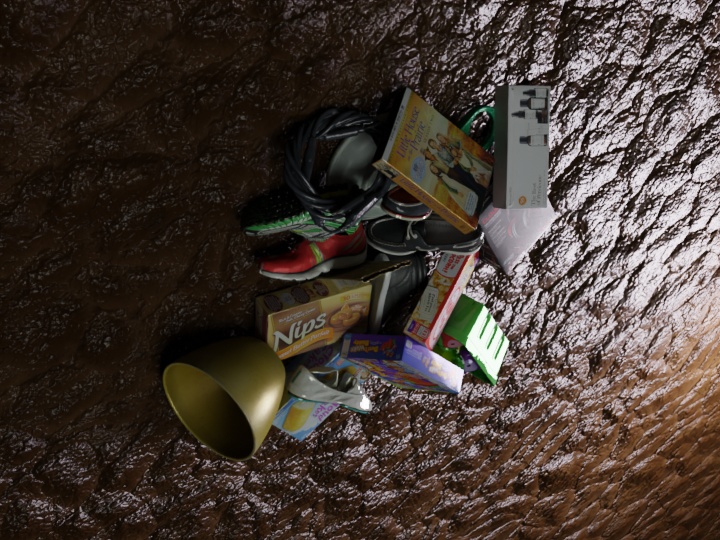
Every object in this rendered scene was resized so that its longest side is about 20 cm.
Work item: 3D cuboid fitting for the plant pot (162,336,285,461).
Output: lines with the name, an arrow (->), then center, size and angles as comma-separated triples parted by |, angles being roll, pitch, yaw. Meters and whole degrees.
plant pot -> -0.205, 0.191, 1.724 | 0.142, 0.199, 0.201 | -43, 147, -37

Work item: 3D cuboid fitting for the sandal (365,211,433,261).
sandal -> 0.096, -0.046, 1.820 | 0.200, 0.043, 0.076 | -38, 139, -2

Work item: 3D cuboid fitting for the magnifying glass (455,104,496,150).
magnifying glass -> 0.155, -0.212, 1.694 | 0.199, 0.022, 0.080 | -29, 127, -36

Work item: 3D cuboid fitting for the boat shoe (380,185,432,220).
boat shoe -> 0.110, -0.130, 1.654 | 0.199, 0.071, 0.063 | -18, 142, -41

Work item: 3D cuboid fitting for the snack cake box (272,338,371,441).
snack cake box -> -0.081, 0.205, 1.898 | 0.200, 0.067, 0.115 | -44, 138, 5

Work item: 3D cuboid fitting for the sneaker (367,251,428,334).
sneaker -> 0.064, 0.043, 1.824 | 0.098, 0.071, 0.201 | -8, 141, -20

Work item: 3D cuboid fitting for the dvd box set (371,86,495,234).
dvd box set -> 0.117, -0.169, 1.611 | 0.200, 0.147, 0.029 | 35, 147, -25

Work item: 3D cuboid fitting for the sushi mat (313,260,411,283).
sushi mat -> 0.000, 0.000, 1.698 | 0.095, 0.200, 0.012 | -21, 99, -22

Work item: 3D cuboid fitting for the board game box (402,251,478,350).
board game box -> 0.143, 0.041, 1.830 | 0.201, 0.046, 0.152 | -62, 168, -7

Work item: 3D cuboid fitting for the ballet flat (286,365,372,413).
ballet flat -> -0.042, 0.206, 1.835 | 0.199, 0.070, 0.070 | 18, 114, -43

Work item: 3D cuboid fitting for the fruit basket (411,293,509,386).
fruit basket -> 0.163, 0.158, 1.987 | 0.215, 0.155, 0.217 | -26, 129, -36

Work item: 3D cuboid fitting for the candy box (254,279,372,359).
candy box -> -0.082, 0.077, 1.791 | 0.199, 0.055, 0.116 | -16, 134, -24

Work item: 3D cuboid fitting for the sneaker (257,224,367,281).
sneaker -> -0.081, -0.040, 1.692 | 0.199, 0.077, 0.086 | -17, 115, -29

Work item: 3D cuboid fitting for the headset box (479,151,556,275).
headset box -> 0.247, -0.111, 1.829 | 0.149, 0.075, 0.200 | -47, 140, -9

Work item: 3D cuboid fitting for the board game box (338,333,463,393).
board game box -> 0.075, 0.164, 1.846 | 0.200, 0.134, 0.045 | 32, 65, -48

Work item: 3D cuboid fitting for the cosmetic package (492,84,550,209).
cosmetic package -> 0.266, -0.203, 1.722 | 0.082, 0.051, 0.202 | -4, 99, -20

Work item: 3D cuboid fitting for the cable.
cable -> -0.027, -0.162, 1.571 | 0.200, 0.163, 0.051 | -45, -172, -25

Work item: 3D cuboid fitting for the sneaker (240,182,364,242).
sneaker -> -0.087, -0.074, 1.616 | 0.198, 0.078, 0.086 | -7, 127, -14

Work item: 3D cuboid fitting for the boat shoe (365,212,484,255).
boat shoe -> 0.106, -0.062, 1.735 | 0.198, 0.074, 0.060 | 8, 164, 2

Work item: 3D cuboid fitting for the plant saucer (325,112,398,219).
plant saucer -> 0.041, -0.156, 1.678 | 0.199, 0.050, 0.201 | -20, 136, -21
